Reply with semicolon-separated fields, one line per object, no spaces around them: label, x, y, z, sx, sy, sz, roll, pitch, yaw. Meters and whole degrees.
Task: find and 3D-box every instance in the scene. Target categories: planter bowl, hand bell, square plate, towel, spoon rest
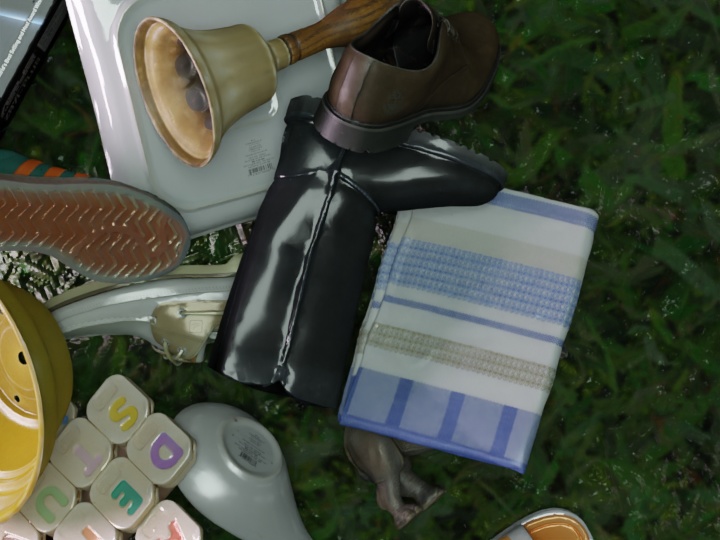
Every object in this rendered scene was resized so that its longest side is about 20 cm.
planter bowl;-0.259;0.070;1.385;0.200;0.083;0.202;14;113;36
hand bell;-0.044;-0.153;1.368;0.199;0.104;0.105;-24;91;-28
square plate;-0.089;-0.129;1.402;0.199;0.028;0.199;-16;102;-16
towel;0.075;0.032;1.405;0.146;0.024;0.201;12;72;16
spoon rest;-0.056;0.168;1.418;0.200;0.100;0.061;37;127;-8

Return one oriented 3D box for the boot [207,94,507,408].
boot;-0.001;0.000;1.381;0.164;0.066;0.201;17;79;-5

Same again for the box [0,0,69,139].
box;-0.308;-0.169;1.404;0.163;0.086;0.201;29;89;-1

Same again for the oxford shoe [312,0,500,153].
oxford shoe;0.048;-0.148;1.370;0.072;0.200;0.085;29;123;16

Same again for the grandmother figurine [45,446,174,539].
grandmother figurine;-0.201;0.194;1.424;0.200;0.061;0.121;-46;64;1

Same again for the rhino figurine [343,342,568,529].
rhino figurine;0.072;0.087;1.429;0.200;0.060;0.087;-43;81;-5

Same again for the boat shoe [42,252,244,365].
boat shoe;-0.124;0.032;1.415;0.199;0.075;0.069;-10;84;-3

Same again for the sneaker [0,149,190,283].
sneaker;-0.213;-0.045;1.350;0.199;0.080;0.072;11;110;-26

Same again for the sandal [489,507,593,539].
sandal;0.083;0.250;1.429;0.206;0.059;0.079;-33;91;-2

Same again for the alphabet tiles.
alphabet tiles;-0.203;0.172;1.387;0.195;0.015;0.200;39;89;33
